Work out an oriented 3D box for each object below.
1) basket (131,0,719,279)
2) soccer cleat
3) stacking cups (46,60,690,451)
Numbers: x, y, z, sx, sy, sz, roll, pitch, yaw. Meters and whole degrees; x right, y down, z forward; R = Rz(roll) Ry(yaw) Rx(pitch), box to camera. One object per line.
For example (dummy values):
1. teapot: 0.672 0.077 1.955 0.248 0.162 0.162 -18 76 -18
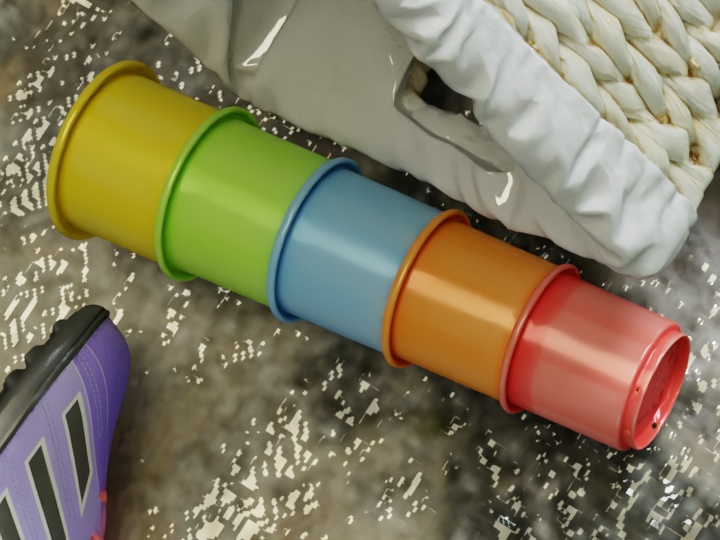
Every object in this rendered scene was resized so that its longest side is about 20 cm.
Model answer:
1. basket: 0.012 -0.130 0.762 0.198 0.200 0.161 26 78 45
2. soccer cleat: -0.109 0.108 0.833 0.073 0.068 0.201 26 79 1
3. stacking cups: 0.000 0.000 0.821 0.199 0.060 0.061 25 83 24
